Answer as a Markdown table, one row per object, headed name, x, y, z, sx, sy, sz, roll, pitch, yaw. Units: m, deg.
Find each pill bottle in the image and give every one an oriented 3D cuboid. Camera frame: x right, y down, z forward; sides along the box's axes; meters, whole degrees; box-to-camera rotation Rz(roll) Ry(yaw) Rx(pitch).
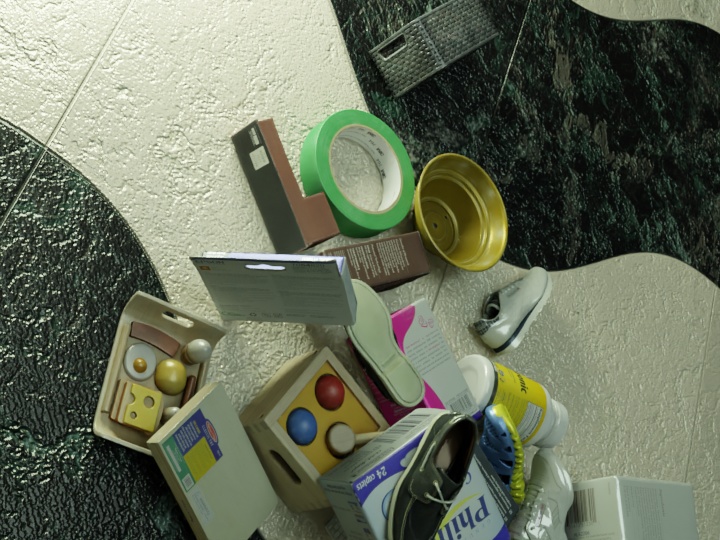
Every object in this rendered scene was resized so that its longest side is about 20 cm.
| name | x | y | z | sx | sy | sz | roll | pitch | yaw |
| --- | --- | --- | --- | --- | --- | --- | --- | --- | --- |
| pill bottle | 0.238 | 0.220 | 1.817 | 0.199 | 0.111 | 0.113 | 27 | 59 | -30 |

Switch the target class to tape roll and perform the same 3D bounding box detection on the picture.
| name | x | y | z | sx | sy | sz | roll | pitch | yaw |
| --- | --- | --- | --- | --- | --- | --- | --- | --- | --- |
| tape roll | -0.004 | -0.154 | 1.796 | 0.199 | 0.048 | 0.203 | 15 | 66 | -35 |

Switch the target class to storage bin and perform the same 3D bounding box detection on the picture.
| name | x | y | z | sx | sy | sz | roll | pitch | yaw |
| --- | --- | --- | --- | --- | --- | --- | --- | --- | --- |
| storage bin | 0.127 | -0.387 | 1.927 | 0.199 | 0.135 | 0.094 | -35 | 96 | -41 |

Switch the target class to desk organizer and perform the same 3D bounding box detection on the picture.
| name | x | y | z | sx | sy | sz | roll | pitch | yaw |
| --- | --- | --- | --- | --- | --- | --- | --- | --- | --- |
| desk organizer | -0.111 | -0.127 | 1.685 | 0.077 | 0.071 | 0.202 | -20 | 88 | -44 |

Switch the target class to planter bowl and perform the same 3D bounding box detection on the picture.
| name | x | y | z | sx | sy | sz | roll | pitch | yaw |
| --- | --- | --- | --- | --- | --- | --- | --- | --- | --- |
| planter bowl | 0.146 | -0.084 | 1.869 | 0.199 | 0.083 | 0.203 | 15 | 65 | -35 |

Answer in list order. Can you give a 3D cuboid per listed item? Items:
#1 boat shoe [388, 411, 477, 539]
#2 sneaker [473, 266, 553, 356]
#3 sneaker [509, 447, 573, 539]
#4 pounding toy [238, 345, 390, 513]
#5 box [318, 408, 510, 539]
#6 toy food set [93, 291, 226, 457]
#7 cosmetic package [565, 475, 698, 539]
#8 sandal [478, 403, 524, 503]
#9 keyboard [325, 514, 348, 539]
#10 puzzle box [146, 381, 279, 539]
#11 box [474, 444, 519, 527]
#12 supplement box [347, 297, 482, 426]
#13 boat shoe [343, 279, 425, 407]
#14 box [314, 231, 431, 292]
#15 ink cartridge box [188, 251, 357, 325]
| name | x | y | z | sx | sy | sz | roll | pitch | yaw |
| --- | --- | --- | --- | --- | --- | --- | --- | --- | --- |
| boat shoe | 0.092 | 0.273 | 1.421 | 0.071 | 0.067 | 0.202 | 30 | 74 | -21 |
| sneaker | 0.263 | 0.053 | 1.927 | 0.080 | 0.076 | 0.201 | 42 | 51 | -7 |
| sneaker | 0.286 | 0.387 | 1.803 | 0.098 | 0.075 | 0.203 | 1 | 88 | -32 |
| pounding toy | -0.038 | 0.225 | 1.569 | 0.201 | 0.142 | 0.184 | 52 | 50 | -12 |
| box | 0.075 | 0.317 | 1.503 | 0.183 | 0.105 | 0.202 | -31 | 100 | -27 |
| toy food set | -0.256 | 0.146 | 1.475 | 0.142 | 0.060 | 0.202 | 26 | 59 | -30 |
| cosmetic package | 0.432 | 0.438 | 1.859 | 0.198 | 0.167 | 0.169 | 12 | 66 | -35 |
| sandal | 0.206 | 0.292 | 1.743 | 0.080 | 0.086 | 0.202 | -107 | -173 | -55 |
| keyboard | 0.019 | 0.334 | 1.664 | 0.057 | 0.011 | 0.200 | 55 | 50 | -10 |
| puzzle box | -0.188 | 0.264 | 1.471 | 0.133 | 0.025 | 0.202 | -43 | 118 | -44 |
| box | 0.119 | 0.367 | 1.666 | 0.200 | 0.106 | 0.149 | -44 | 106 | -40 |
| supplement box | 0.082 | 0.160 | 1.711 | 0.101 | 0.103 | 0.202 | -24 | 89 | -44 |
| boat shoe | 0.021 | 0.107 | 1.623 | 0.074 | 0.066 | 0.200 | -37 | 95 | -24 |
| box | 0.000 | 0.000 | 1.710 | 0.198 | 0.100 | 0.076 | -10 | 80 | -41 |
| ink cartridge box | -0.111 | 0.013 | 1.499 | 0.196 | 0.201 | 0.041 | 2 | 64 | 8 |
